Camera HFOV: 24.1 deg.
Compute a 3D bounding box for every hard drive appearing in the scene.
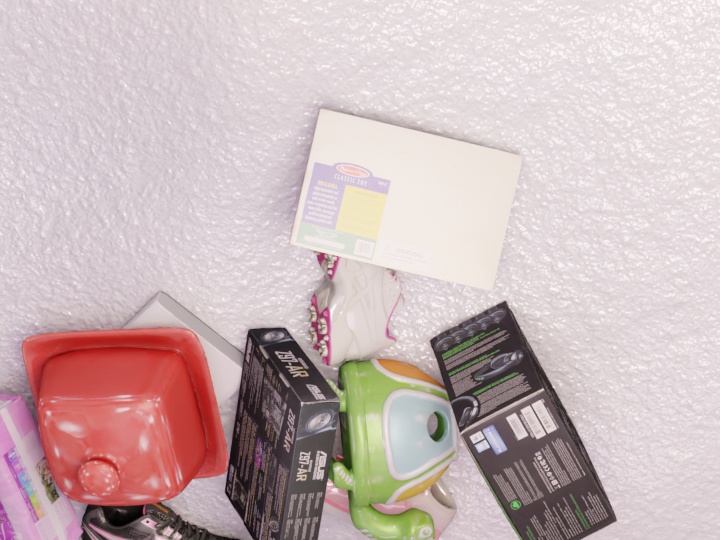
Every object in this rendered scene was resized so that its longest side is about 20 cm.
[{"bbox_3d":[-0.224,0.123,1.801,0.132,0.027,0.200,39,121,-16],"label":"hard drive"}]

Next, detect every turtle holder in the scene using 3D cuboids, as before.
[{"bbox_3d":[0.032,0.179,1.705,0.131,0.186,0.141,-5,155,-6],"label":"turtle holder"}]

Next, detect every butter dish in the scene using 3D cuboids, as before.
[{"bbox_3d":[-0.253,0.173,1.734,0.200,0.148,0.200,-3,123,11],"label":"butter dish"}]

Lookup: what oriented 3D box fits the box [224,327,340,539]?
[{"bbox_3d":[-0.083,0.181,1.715,0.043,0.160,0.200,-2,115,-25],"label":"box"}]

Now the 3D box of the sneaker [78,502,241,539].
[{"bbox_3d":[-0.222,0.300,1.887,0.200,0.080,0.086,5,113,-1],"label":"sneaker"}]

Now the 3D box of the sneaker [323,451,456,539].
[{"bbox_3d":[0.015,0.225,1.801,0.200,0.075,0.105,36,114,-13],"label":"sneaker"}]

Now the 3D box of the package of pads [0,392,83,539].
[{"bbox_3d":[-0.394,0.221,1.846,0.120,0.076,0.200,7,127,38],"label":"package of pads"}]

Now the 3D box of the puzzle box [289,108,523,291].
[{"bbox_3d":[0.042,-0.067,1.588,0.200,0.025,0.133,14,92,-4],"label":"puzzle box"}]

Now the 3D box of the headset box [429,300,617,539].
[{"bbox_3d":[0.155,0.151,1.659,0.093,0.200,0.174,-28,116,6],"label":"headset box"}]

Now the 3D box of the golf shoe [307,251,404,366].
[{"bbox_3d":[0.000,0.000,1.669,0.091,0.075,0.200,-4,122,-17],"label":"golf shoe"}]
